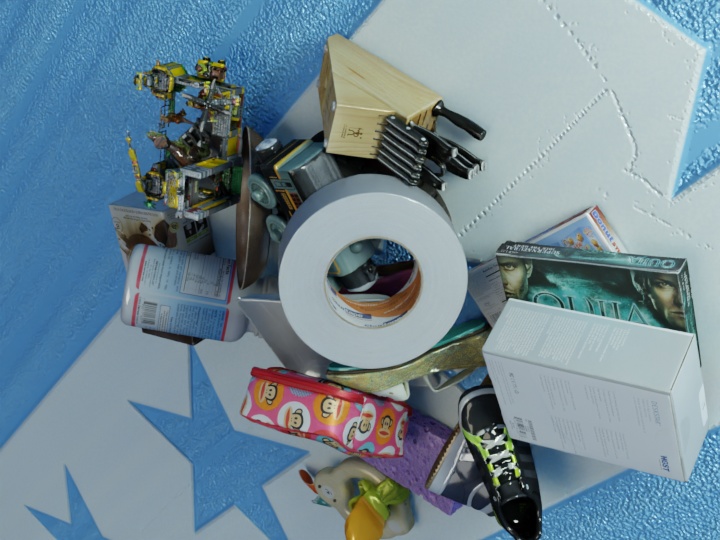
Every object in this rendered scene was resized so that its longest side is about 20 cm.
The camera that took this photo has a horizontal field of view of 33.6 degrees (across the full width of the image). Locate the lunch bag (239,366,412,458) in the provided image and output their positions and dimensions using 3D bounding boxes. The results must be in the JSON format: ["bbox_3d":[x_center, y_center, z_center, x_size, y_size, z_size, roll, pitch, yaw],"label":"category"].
[{"bbox_3d":[-0.049,0.171,1.445,0.176,0.200,0.082,9,81,31],"label":"lunch bag"}]

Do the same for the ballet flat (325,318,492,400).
[{"bbox_3d":[0.062,0.112,1.360,0.071,0.200,0.071,164,90,-83],"label":"ballet flat"}]

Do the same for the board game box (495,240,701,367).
[{"bbox_3d":[0.243,0.039,1.228,0.200,0.028,0.135,7,129,34],"label":"board game box"}]

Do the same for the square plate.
[{"bbox_3d":[-0.023,0.081,1.441,0.200,0.028,0.198,0,146,23],"label":"square plate"}]

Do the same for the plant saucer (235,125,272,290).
[{"bbox_3d":[-0.130,-0.075,1.455,0.200,0.032,0.201,-177,90,-80],"label":"plant saucer"}]

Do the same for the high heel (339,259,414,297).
[{"bbox_3d":[0.000,0.000,1.421,0.200,0.067,0.096,23,138,25],"label":"high heel"}]

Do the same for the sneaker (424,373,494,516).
[{"bbox_3d":[0.165,0.203,1.401,0.108,0.070,0.200,29,117,3],"label":"sneaker"}]

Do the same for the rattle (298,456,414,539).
[{"bbox_3d":[-0.037,0.330,1.616,0.200,0.143,0.130,4,135,34],"label":"rattle"}]

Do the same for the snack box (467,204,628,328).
[{"bbox_3d":[0.195,0.000,1.280,0.200,0.024,0.072,-30,93,48],"label":"snack box"}]

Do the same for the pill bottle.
[{"bbox_3d":[-0.203,0.033,1.548,0.200,0.109,0.109,11,131,-7],"label":"pill bottle"}]

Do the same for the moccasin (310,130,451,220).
[{"bbox_3d":[0.018,-0.085,1.359,0.201,0.074,0.078,27,144,24],"label":"moccasin"}]

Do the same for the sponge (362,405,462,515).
[{"bbox_3d":[0.053,0.223,1.542,0.200,0.030,0.112,29,130,29],"label":"sponge"}]

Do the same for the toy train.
[{"bbox_3d":[-0.050,-0.059,1.340,0.114,0.085,0.200,9,131,53],"label":"toy train"}]

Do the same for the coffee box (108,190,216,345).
[{"bbox_3d":[-0.263,-0.008,1.656,0.113,0.080,0.200,9,120,38],"label":"coffee box"}]

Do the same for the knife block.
[{"bbox_3d":[0.047,-0.171,1.299,0.200,0.175,0.064,-99,19,-48],"label":"knife block"}]

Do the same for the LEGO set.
[{"bbox_3d":[-0.216,-0.148,1.406,0.154,0.116,0.200,23,114,18],"label":"LEGO set"}]

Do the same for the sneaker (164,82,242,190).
[{"bbox_3d":[-0.201,-0.147,1.497,0.200,0.082,0.077,109,150,-41],"label":"sneaker"}]

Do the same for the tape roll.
[{"bbox_3d":[0.012,0.001,1.274,0.200,0.066,0.201,-2,114,-4],"label":"tape roll"}]

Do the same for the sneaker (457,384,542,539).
[{"bbox_3d":[0.167,0.220,1.327,0.083,0.072,0.200,-111,-2,-71],"label":"sneaker"}]

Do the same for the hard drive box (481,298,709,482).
[{"bbox_3d":[0.242,0.122,1.221,0.200,0.077,0.156,12,143,31],"label":"hard drive box"}]
